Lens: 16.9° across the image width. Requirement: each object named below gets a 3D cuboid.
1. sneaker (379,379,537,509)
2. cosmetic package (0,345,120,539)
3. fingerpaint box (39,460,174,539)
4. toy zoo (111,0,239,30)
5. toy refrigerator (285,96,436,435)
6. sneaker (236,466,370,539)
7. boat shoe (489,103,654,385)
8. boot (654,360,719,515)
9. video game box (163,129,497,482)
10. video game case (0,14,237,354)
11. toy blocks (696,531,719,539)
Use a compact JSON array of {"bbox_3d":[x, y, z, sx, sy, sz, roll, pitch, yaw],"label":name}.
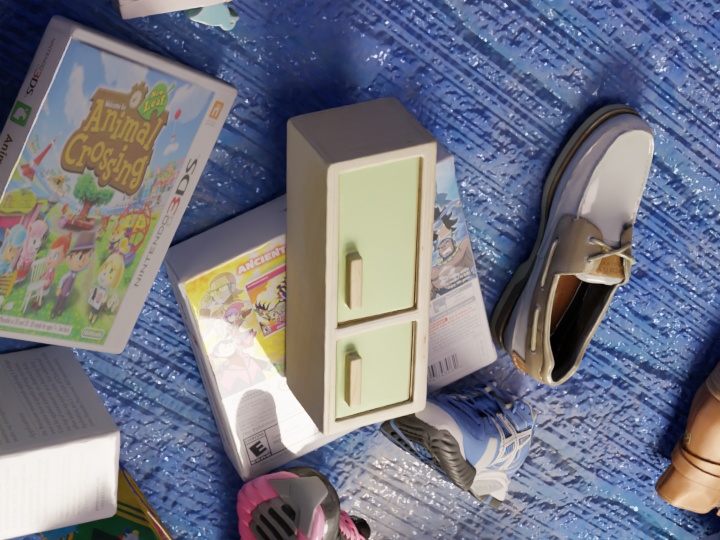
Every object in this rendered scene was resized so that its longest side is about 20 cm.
[{"bbox_3d":[0.072,0.107,1.676,0.077,0.076,0.200,-55,162,-1],"label":"sneaker"},{"bbox_3d":[-0.258,0.116,1.495,0.199,0.102,0.072,-9,126,-23],"label":"cosmetic package"},{"bbox_3d":[-0.128,0.244,1.613,0.073,0.167,0.201,-31,131,-4],"label":"fingerpaint box"},{"bbox_3d":[-0.094,-0.228,1.403,0.131,0.020,0.201,-22,130,-15],"label":"toy zoo"},{"bbox_3d":[0.000,0.000,1.524,0.075,0.070,0.201,-13,125,-22],"label":"toy refrigerator"},{"bbox_3d":[-0.034,0.183,1.668,0.095,0.079,0.200,-24,157,-24],"label":"sneaker"},{"bbox_3d":[0.158,-0.014,1.663,0.074,0.068,0.201,4,119,-32],"label":"boat shoe"},{"bbox_3d":[0.327,0.125,1.860,0.199,0.074,0.155,14,116,-28],"label":"boot"},{"bbox_3d":[-0.018,0.025,1.606,0.199,0.047,0.183,-25,132,-13],"label":"video game box"},{"bbox_3d":[-0.158,-0.043,1.410,0.200,0.022,0.183,15,100,-65],"label":"video game case"},{"bbox_3d":[0.316,0.228,1.896,0.136,0.100,0.200,-17,151,-16],"label":"toy blocks"}]
